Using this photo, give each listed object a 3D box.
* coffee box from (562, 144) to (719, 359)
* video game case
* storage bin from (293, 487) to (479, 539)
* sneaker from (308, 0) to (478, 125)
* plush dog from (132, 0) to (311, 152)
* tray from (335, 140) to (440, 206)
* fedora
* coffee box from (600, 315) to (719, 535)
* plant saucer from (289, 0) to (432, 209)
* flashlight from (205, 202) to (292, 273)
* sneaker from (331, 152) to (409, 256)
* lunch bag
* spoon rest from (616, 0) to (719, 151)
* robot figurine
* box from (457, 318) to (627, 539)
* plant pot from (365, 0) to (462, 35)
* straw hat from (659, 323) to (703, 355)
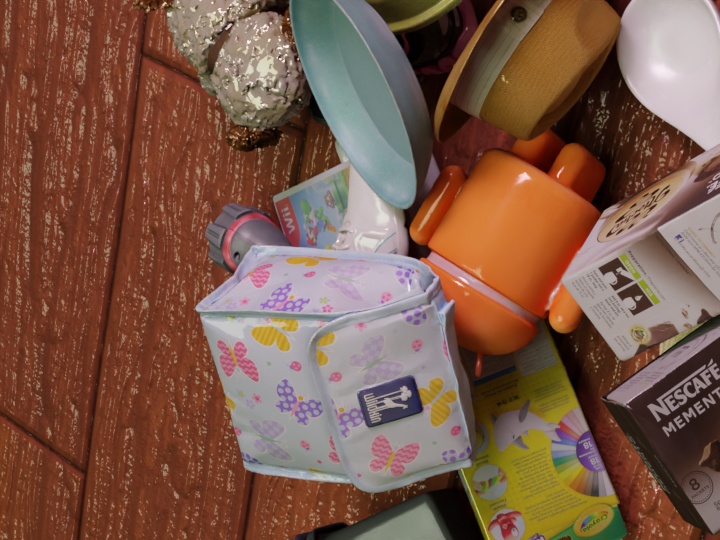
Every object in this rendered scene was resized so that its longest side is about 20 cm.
[{"bbox_3d":[0.255,-0.031,1.239,0.200,0.113,0.080,-31,102,38],"label":"coffee box"},{"bbox_3d":[-0.004,-0.025,1.601,0.200,0.017,0.144,-21,86,55],"label":"video game case"},{"bbox_3d":[0.056,0.296,1.579,0.134,0.145,0.201,-30,77,15],"label":"storage bin"},{"bbox_3d":[0.007,-0.183,1.523,0.200,0.095,0.079,-31,72,43],"label":"sneaker"},{"bbox_3d":[-0.101,-0.204,1.570,0.172,0.160,0.201,52,129,33],"label":"plush dog"},{"bbox_3d":[0.039,-0.045,1.579,0.107,0.022,0.201,-28,80,43],"label":"tray"},{"bbox_3d":[0.139,-0.166,1.356,0.082,0.201,0.201,36,125,9],"label":"fedora"},{"bbox_3d":[0.286,0.080,1.238,0.113,0.200,0.080,56,177,-3],"label":"coffee box"},{"bbox_3d":[0.007,-0.146,1.407,0.200,0.036,0.200,55,164,24],"label":"plant saucer"},{"bbox_3d":[-0.064,-0.004,1.618,0.200,0.067,0.068,28,130,48],"label":"flashlight"},{"bbox_3d":[0.000,0.000,1.500,0.070,0.080,0.202,180,85,-79],"label":"sneaker"},{"bbox_3d":[-0.011,0.079,1.401,0.199,0.127,0.170,4,123,27],"label":"lunch bag"},{"bbox_3d":[0.263,-0.132,1.319,0.200,0.060,0.099,54,130,19],"label":"spoon rest"},{"bbox_3d":[0.117,-0.019,1.420,0.143,0.117,0.201,31,92,-9],"label":"robot figurine"},{"bbox_3d":[0.136,0.149,1.472,0.048,0.117,0.201,84,165,-80],"label":"box"},{"bbox_3d":[-0.007,-0.317,1.397,0.200,0.184,0.201,-18,60,34],"label":"plant pot"},{"bbox_3d":[0.284,0.087,1.329,0.200,0.085,0.202,12,107,43],"label":"straw hat"}]
